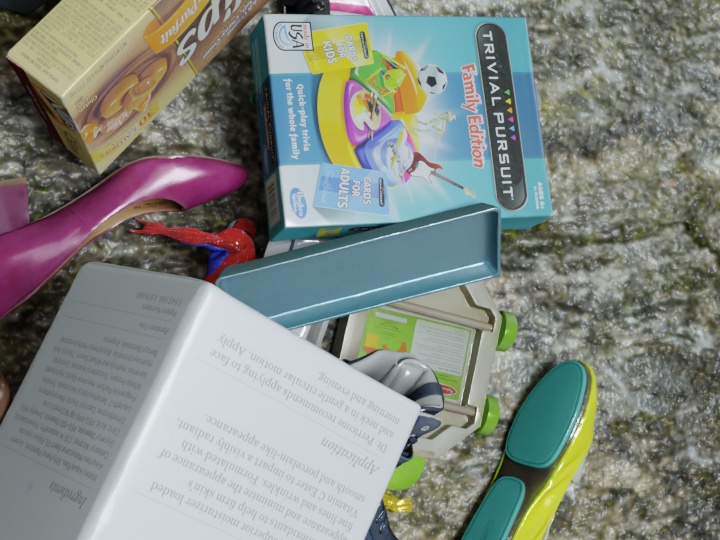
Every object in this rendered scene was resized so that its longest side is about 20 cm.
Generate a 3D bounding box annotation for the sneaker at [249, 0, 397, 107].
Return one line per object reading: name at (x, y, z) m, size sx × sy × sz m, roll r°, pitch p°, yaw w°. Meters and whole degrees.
sneaker at (-0.042, -0.175, 0.986) m, size 0.121 × 0.084 × 0.200 m, roll -38°, pitch 101°, yaw -28°

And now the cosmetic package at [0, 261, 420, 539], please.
cosmetic package at (-0.105, 0.123, 0.744) m, size 0.165 × 0.165 × 0.200 m, roll 34°, pitch 75°, yaw -33°

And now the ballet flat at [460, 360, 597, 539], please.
ballet flat at (0.142, 0.169, 1.045) m, size 0.067 × 0.067 × 0.200 m, roll 37°, pitch 77°, yaw -36°

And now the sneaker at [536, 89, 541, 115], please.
sneaker at (0.077, -0.085, 1.034) m, size 0.077 × 0.082 × 0.200 m, roll 32°, pitch 54°, yaw 4°

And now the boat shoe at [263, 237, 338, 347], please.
boat shoe at (-0.052, 0.069, 0.953) m, size 0.066 × 0.072 × 0.200 m, roll 13°, pitch 84°, yaw 11°

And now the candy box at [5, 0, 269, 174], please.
candy box at (-0.139, -0.172, 0.885) m, size 0.055 × 0.115 × 0.200 m, roll 37°, pitch 74°, yaw 13°

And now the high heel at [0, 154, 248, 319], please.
high heel at (-0.174, -0.025, 0.930) m, size 0.200 × 0.067 × 0.096 m, roll -10°, pitch 80°, yaw -6°

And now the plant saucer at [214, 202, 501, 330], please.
plant saucer at (0.000, 0.000, 0.899) m, size 0.200 × 0.070 × 0.019 m, roll -15°, pitch 48°, yaw -9°

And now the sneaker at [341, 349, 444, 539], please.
sneaker at (0.016, 0.143, 0.918) m, size 0.146 × 0.077 × 0.202 m, roll -35°, pitch 125°, yaw 11°

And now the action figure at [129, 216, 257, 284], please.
action figure at (-0.132, 0.030, 0.930) m, size 0.099 × 0.065 × 0.200 m, roll 4°, pitch 44°, yaw 17°

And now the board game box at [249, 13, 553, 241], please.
board game box at (0.029, -0.103, 0.927) m, size 0.200 × 0.047 × 0.151 m, roll -4°, pitch 80°, yaw -18°

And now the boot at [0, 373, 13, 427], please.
boot at (-0.173, 0.128, 0.863) m, size 0.200 × 0.186 × 0.064 m, roll 21°, pitch 68°, yaw -15°

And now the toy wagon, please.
toy wagon at (0.035, 0.087, 1.017) m, size 0.155 × 0.040 × 0.200 m, roll 15°, pitch 82°, yaw -19°

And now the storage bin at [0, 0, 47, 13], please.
storage bin at (-0.252, -0.230, 0.856) m, size 0.134 × 0.200 × 0.146 m, roll 13°, pitch 81°, yaw -28°
